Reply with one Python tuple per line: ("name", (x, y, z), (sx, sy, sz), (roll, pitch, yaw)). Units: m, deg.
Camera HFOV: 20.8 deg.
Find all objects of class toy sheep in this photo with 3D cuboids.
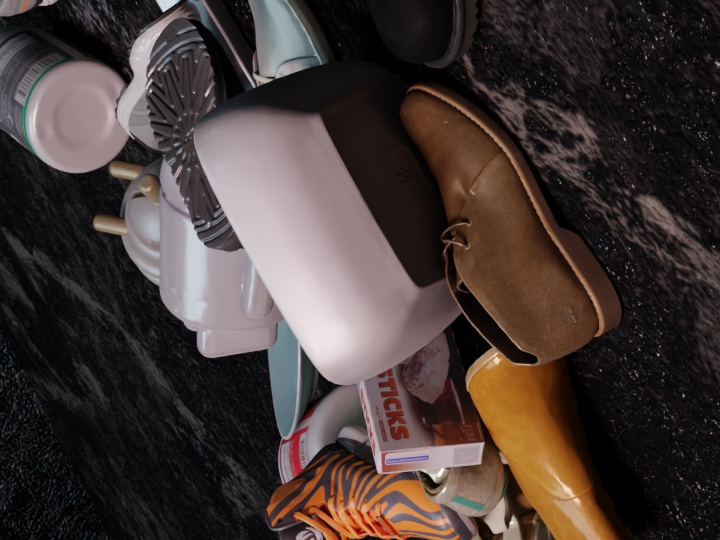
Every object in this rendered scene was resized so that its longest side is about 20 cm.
("toy sheep", (-0.148, -0.044, 1.681), (0.138, 0.138, 0.200), (51, -172, 21))

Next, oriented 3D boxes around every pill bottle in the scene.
("pill bottle", (-0.008, 0.157, 1.678), (0.113, 0.112, 0.200), (58, 163, 2))
("pill bottle", (-0.313, -0.177, 1.954), (0.200, 0.113, 0.114), (34, 150, 54))

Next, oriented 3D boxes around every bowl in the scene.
("bowl", (0.004, -0.044, 1.252), (0.074, 0.200, 0.201), (-28, 91, 30))

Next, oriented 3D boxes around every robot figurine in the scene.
("robot figurine", (-0.099, -0.033, 1.509), (0.170, 0.112, 0.202), (-132, 38, -51))

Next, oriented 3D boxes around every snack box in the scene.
("snack box", (0.029, 0.056, 1.349), (0.201, 0.071, 0.024), (-104, 13, -46))

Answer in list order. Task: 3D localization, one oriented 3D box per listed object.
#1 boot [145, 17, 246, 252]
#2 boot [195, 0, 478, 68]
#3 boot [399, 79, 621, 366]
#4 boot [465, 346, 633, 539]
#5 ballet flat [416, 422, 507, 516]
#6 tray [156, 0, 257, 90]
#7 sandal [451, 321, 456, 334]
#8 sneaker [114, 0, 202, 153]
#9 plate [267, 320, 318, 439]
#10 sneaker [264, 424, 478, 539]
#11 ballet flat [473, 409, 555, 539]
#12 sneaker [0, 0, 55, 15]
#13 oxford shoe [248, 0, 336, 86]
("boot", (-0.044, -0.079, 1.329), (0.065, 0.199, 0.166), (-29, 67, 36))
("boot", (-0.028, -0.179, 1.100), (0.079, 0.157, 0.212), (36, 152, 49))
("boot", (0.074, -0.031, 1.211), (0.201, 0.075, 0.074), (54, 164, 17))
("boot", (0.135, 0.126, 1.293), (0.145, 0.070, 0.201), (60, 176, 23))
("ballet flat", (0.040, 0.089, 1.365), (0.068, 0.062, 0.200), (-58, 40, 23))
("tray", (-0.120, -0.191, 1.556), (0.201, 0.022, 0.107), (59, 163, -1))
("sandal", (0.000, 0.000, 1.491), (0.200, 0.054, 0.081), (40, 155, 45))
("sneaker", (-0.145, -0.135, 1.567), (0.079, 0.074, 0.200), (49, 161, 9))
("plate", (-0.056, 0.042, 1.658), (0.200, 0.025, 0.202), (178, 90, -79))
("sneaker", (0.003, 0.186, 1.437), (0.078, 0.112, 0.200), (57, 162, -19))
("ballet flat", (0.106, 0.179, 1.436), (0.071, 0.071, 0.201), (33, 156, 53))
("sneaker", (-0.343, -0.326, 1.826), (0.074, 0.079, 0.201), (37, 150, 52))
("oxford shoe", (-0.047, -0.128, 1.407), (0.075, 0.057, 0.201), (31, 146, 60))
